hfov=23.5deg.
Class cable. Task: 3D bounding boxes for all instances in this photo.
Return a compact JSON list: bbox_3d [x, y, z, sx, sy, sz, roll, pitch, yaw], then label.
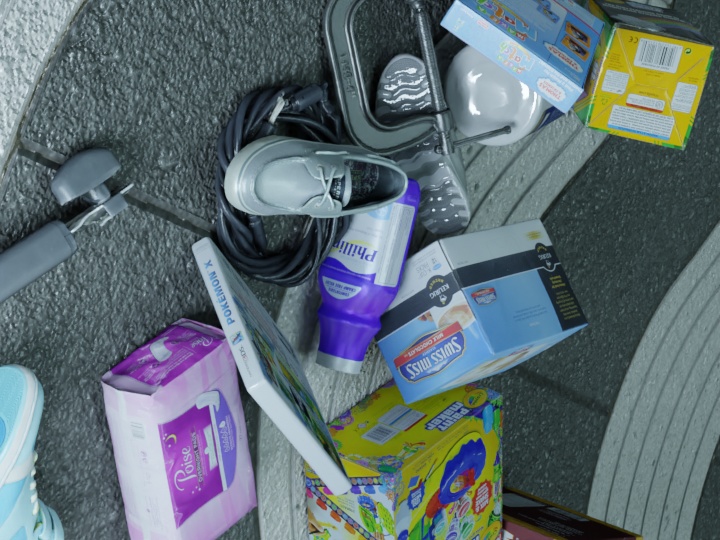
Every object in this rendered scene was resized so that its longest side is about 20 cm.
[{"bbox_3d":[-0.072,-0.071,1.614,0.163,0.050,0.202,-28,126,-46],"label":"cable"}]

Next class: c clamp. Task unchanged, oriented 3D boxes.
[{"bbox_3d":[0.047,-0.198,1.685,0.170,0.027,0.202,-24,109,-18],"label":"c clamp"}]

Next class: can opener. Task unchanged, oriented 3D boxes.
[{"bbox_3d":[-0.261,-0.032,1.380,0.200,0.053,0.067,-38,101,-39],"label":"can opener"}]

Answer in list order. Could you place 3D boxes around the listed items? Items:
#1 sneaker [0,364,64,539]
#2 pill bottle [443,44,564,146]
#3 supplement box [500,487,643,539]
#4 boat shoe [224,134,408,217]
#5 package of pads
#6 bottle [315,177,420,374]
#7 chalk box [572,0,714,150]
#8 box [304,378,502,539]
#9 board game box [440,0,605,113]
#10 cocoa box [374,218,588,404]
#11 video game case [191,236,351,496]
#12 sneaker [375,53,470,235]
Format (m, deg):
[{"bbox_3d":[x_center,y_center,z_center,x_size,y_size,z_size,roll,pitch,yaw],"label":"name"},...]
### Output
[{"bbox_3d":[-0.281,0.175,1.401,0.130,0.079,0.202,19,98,-54],"label":"sneaker"},{"bbox_3d":[0.173,-0.204,1.836,0.200,0.110,0.112,-31,129,-61],"label":"pill bottle"},{"bbox_3d":[0.191,0.348,2.029,0.199,0.196,0.134,9,96,-54],"label":"supplement box"},{"bbox_3d":[-0.034,-0.084,1.569,0.200,0.071,0.071,-6,107,-47],"label":"boat shoe"},{"bbox_3d":[-0.162,0.158,1.560,0.120,0.075,0.202,-37,132,-42],"label":"package of pads"},{"bbox_3d":[0.000,0.000,1.717,0.065,0.083,0.202,7,98,-56],"label":"bottle"},{"bbox_3d":[0.305,-0.236,1.970,0.200,0.123,0.125,-102,-156,-68],"label":"chalk box"},{"bbox_3d":[0.049,0.239,1.853,0.199,0.121,0.195,-32,129,-44],"label":"box"},{"bbox_3d":[0.166,-0.247,1.735,0.037,0.151,0.200,-53,-176,28],"label":"board game box"},{"bbox_3d":[0.119,0.041,1.815,0.199,0.133,0.132,-13,74,-52],"label":"cocoa box"},{"bbox_3d":[-0.080,0.089,1.578,0.022,0.183,0.200,-29,139,4],"label":"video game case"},{"bbox_3d":[0.062,-0.137,1.780,0.082,0.074,0.202,-86,163,-57],"label":"sneaker"}]
